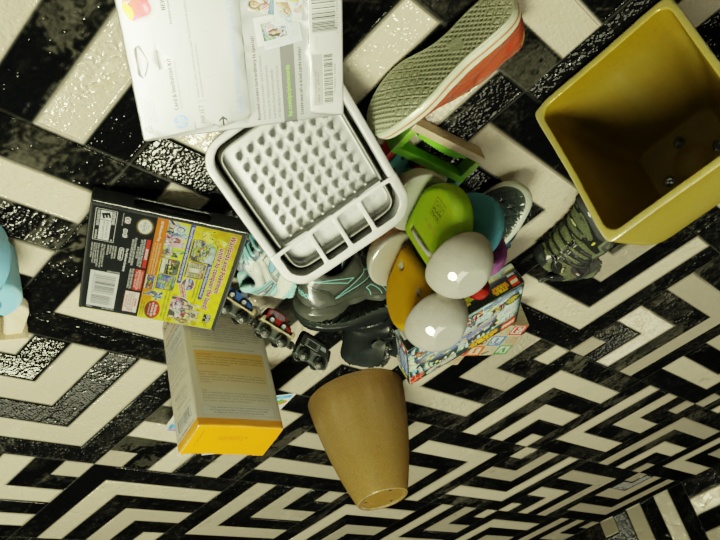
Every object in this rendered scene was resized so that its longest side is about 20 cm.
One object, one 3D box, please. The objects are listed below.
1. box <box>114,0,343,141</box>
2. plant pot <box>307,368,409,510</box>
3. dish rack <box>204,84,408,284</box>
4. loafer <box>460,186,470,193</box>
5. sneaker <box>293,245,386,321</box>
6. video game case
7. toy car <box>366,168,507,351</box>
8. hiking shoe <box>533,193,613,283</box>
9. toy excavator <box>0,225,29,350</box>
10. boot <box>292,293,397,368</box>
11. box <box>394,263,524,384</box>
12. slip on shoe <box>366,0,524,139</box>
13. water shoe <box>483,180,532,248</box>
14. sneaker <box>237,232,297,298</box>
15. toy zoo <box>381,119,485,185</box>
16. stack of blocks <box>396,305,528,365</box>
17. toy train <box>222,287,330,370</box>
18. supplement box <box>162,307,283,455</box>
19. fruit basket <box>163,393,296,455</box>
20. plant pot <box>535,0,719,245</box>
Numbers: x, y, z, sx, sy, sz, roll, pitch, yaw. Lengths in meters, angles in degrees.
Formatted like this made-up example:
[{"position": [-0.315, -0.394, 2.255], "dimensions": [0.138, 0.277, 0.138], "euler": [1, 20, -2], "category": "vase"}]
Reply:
[{"position": [-0.114, -0.208, 0.707], "dimensions": [0.195, 0.042, 0.158], "euler": [-11, 131, -12], "category": "box"}, {"position": [0.016, 0.311, 1.379], "dimensions": [0.182, 0.203, 0.188], "euler": [-12, 146, -9], "category": "plant pot"}, {"position": [-0.057, -0.102, 0.843], "dimensions": [0.170, 0.044, 0.201], "euler": [-32, 121, 3], "category": "dish rack"}, {"position": [0.118, -0.013, 1.043], "dimensions": [0.070, 0.073, 0.202], "euler": [28, 126, 6], "category": "loafer"}, {"position": [0.000, 0.000, 1.022], "dimensions": [0.198, 0.075, 0.081], "euler": [-25, 134, -37], "category": "sneaker"}, {"position": [-0.244, -0.007, 0.942], "dimensions": [0.177, 0.026, 0.201], "euler": [11, 138, -16], "category": "video game case"}, {"position": [0.107, -0.015, 0.934], "dimensions": [0.147, 0.176, 0.203], "euler": [-4, 132, -27], "category": "toy car"}, {"position": [0.308, -0.036, 1.134], "dimensions": [0.099, 0.077, 0.201], "euler": [-19, 147, -3], "category": "hiking shoe"}, {"position": [-0.431, 0.027, 0.888], "dimensions": [0.193, 0.102, 0.199], "euler": [-32, 152, 23], "category": "toy excavator"}, {"position": [-0.013, 0.090, 1.164], "dimensions": [0.196, 0.077, 0.170], "euler": [-11, 142, -21], "category": "boot"}, {"position": [0.145, 0.082, 1.135], "dimensions": [0.197, 0.040, 0.138], "euler": [-29, 154, -9], "category": "box"}, {"position": [0.090, -0.204, 0.812], "dimensions": [0.199, 0.075, 0.061], "euler": [-37, 145, 18], "category": "slip on shoe"}, {"position": [0.181, -0.054, 1.080], "dimensions": [0.078, 0.072, 0.201], "euler": [-24, 156, -45], "category": "water shoe"}, {"position": [-0.116, -0.027, 0.958], "dimensions": [0.084, 0.079, 0.202], "euler": [-3, 143, -14], "category": "sneaker"}, {"position": [0.047, -0.101, 0.975], "dimensions": [0.129, 0.021, 0.200], "euler": [17, 133, -40], "category": "toy zoo"}, {"position": [0.163, 0.101, 1.276], "dimensions": [0.196, 0.059, 0.116], "euler": [0, 142, -24], "category": "stack of blocks"}, {"position": [-0.122, 0.077, 1.077], "dimensions": [0.198, 0.046, 0.034], "euler": [34, 161, -21], "category": "toy train"}, {"position": [-0.191, 0.144, 1.050], "dimensions": [0.124, 0.203, 0.074], "euler": [10, 135, -33], "category": "supplement box"}, {"position": [-0.213, 0.238, 1.245], "dimensions": [0.181, 0.096, 0.200], "euler": [0, 162, -24], "category": "fruit basket"}, {"position": [0.364, -0.148, 0.910], "dimensions": [0.193, 0.199, 0.198], "euler": [-39, 147, 30], "category": "plant pot"}]
